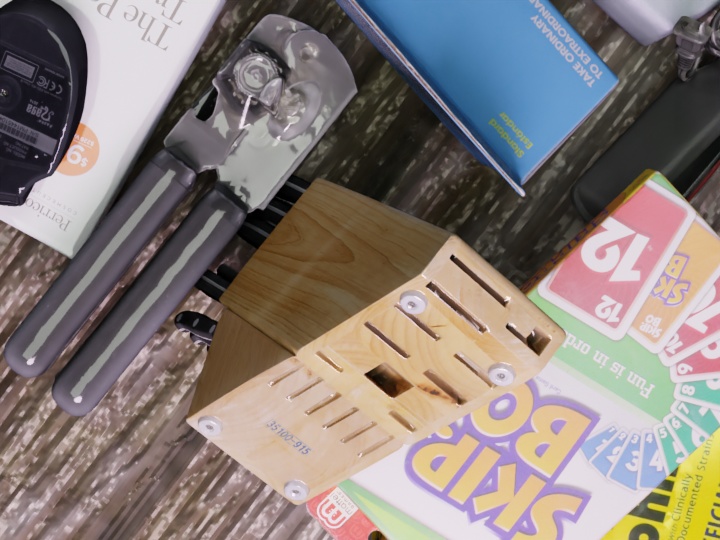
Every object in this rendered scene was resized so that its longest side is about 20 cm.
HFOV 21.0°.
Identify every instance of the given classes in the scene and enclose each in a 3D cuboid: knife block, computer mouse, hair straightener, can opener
[{"bbox_3d":[0.000,0.000,0.806,0.064,0.176,0.200,39,130,-22],"label":"knife block"},{"bbox_3d":[-0.168,-0.025,0.840,0.059,0.034,0.200,27,104,4],"label":"computer mouse"},{"bbox_3d":[0.169,-0.092,0.858,0.200,0.077,0.041,-44,62,4],"label":"hair straightener"},{"bbox_3d":[-0.078,-0.026,0.857,0.053,0.067,0.200,39,87,-4],"label":"can opener"}]

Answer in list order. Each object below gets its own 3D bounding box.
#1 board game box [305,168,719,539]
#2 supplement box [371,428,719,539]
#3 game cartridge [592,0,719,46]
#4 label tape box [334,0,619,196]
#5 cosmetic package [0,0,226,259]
[{"bbox_3d":[0.079,0.061,0.792,0.200,0.030,0.096,-43,94,4],"label":"board game box"},{"bbox_3d":[0.113,0.094,0.864,0.200,0.110,0.109,14,96,-2],"label":"supplement box"},{"bbox_3d":[0.160,-0.206,0.868,0.133,0.040,0.200,40,95,-9],"label":"game cartridge"},{"bbox_3d":[0.034,-0.109,0.792,0.063,0.200,0.144,-42,96,3],"label":"label tape box"},{"bbox_3d":[-0.175,-0.119,0.863,0.200,0.052,0.151,29,98,-4],"label":"cosmetic package"}]
